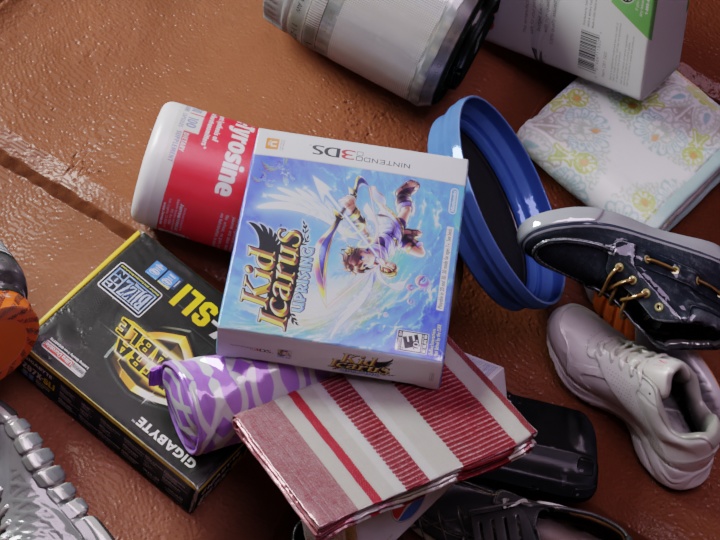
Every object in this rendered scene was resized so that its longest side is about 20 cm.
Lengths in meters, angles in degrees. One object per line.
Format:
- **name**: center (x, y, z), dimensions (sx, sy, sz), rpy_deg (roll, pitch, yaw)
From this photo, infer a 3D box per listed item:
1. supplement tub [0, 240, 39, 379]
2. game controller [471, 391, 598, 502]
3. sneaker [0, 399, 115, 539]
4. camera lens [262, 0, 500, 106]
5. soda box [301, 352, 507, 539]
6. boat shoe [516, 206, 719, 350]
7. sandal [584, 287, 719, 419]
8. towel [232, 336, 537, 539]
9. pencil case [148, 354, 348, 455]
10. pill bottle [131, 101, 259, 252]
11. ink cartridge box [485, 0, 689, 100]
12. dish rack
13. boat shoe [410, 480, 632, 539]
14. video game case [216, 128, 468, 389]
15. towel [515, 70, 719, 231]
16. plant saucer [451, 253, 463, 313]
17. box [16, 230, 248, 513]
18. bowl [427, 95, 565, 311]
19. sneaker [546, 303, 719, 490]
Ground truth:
- **supplement tub**: center (-0.352, -0.003, 1.478), dimensions (0.122, 0.123, 0.200), rpy_deg (-26, 59, -28)
- **game controller**: center (0.111, 0.141, 1.572), dimensions (0.198, 0.042, 0.105), rpy_deg (14, 31, -6)
- **sneaker**: center (-0.281, 0.193, 1.414), dimensions (0.115, 0.075, 0.200), rpy_deg (-34, 72, -28)
- **camera lens**: center (0.026, -0.264, 1.741), dimensions (0.199, 0.160, 0.161), rpy_deg (28, 55, 4)
- **soda box**: center (0.036, 0.147, 1.454), dimensions (0.063, 0.069, 0.200), rpy_deg (20, 45, 36)
- **boat shoe**: center (0.232, 0.009, 1.576), dimensions (0.198, 0.071, 0.092), rpy_deg (11, 55, -12)
- **sandal**: center (0.276, 0.047, 1.662), dimensions (0.059, 0.079, 0.208), rpy_deg (-23, 71, -31)
- **towel**: center (0.019, 0.125, 1.406), dimensions (0.199, 0.023, 0.144), rpy_deg (-19, 43, -23)
- **pencil case**: center (-0.064, 0.083, 1.479), dimensions (0.198, 0.084, 0.086), rpy_deg (-16, 55, -25)
- **pill bottle**: center (-0.094, -0.069, 1.611), dimensions (0.198, 0.113, 0.113), rpy_deg (17, 55, -4)
- **ink cartridge box**: center (0.214, -0.275, 1.772), dimensions (0.199, 0.147, 0.084), rpy_deg (26, 44, 27)
- **dish rack**: center (0.051, 0.256, 1.437), dimensions (0.198, 0.055, 0.155), rpy_deg (-12, 58, 6)
- **boat shoe**: center (0.129, 0.210, 1.518), dimensions (0.198, 0.068, 0.072), rpy_deg (20, 54, 1)
- **video game case**: center (-0.012, -0.013, 1.468), dimensions (0.179, 0.046, 0.201), rpy_deg (8, 56, 2)
- **towel**: center (0.271, -0.127, 1.790), dimensions (0.171, 0.048, 0.200), rpy_deg (40, 56, 16)
- **plant saucer**: center (0.000, 0.000, 1.562), dimensions (0.198, 0.035, 0.202), rpy_deg (-3, 100, -15)
- **box**: center (-0.165, 0.082, 1.533), dimensions (0.199, 0.049, 0.160), rpy_deg (38, 54, 11)
- **bowl**: center (0.122, -0.057, 1.634), dimensions (0.039, 0.201, 0.202), rpy_deg (-23, 43, 23)
- **sneaker**: center (0.249, 0.093, 1.605), dimensions (0.078, 0.100, 0.200), rpy_deg (-36, 72, -31)
